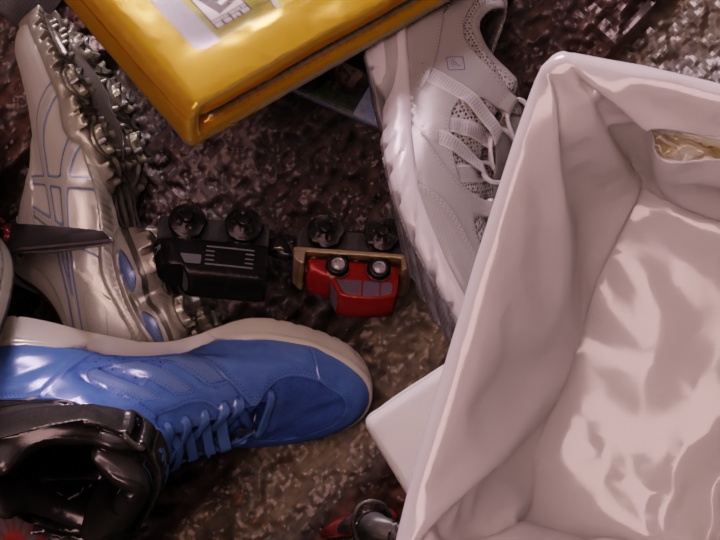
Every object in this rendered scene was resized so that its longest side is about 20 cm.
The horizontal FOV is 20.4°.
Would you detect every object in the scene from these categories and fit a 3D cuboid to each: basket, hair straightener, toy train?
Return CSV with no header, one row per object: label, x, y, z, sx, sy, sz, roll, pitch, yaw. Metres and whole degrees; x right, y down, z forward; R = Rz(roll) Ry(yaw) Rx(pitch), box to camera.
basket,0.109,0.041,0.732,0.135,0.123,0.201,16,84,15
hair straightener,0.014,0.140,0.880,0.041,0.200,0.077,-12,81,-10
toy train,0.000,0.000,0.956,0.199,0.034,0.046,4,62,-3

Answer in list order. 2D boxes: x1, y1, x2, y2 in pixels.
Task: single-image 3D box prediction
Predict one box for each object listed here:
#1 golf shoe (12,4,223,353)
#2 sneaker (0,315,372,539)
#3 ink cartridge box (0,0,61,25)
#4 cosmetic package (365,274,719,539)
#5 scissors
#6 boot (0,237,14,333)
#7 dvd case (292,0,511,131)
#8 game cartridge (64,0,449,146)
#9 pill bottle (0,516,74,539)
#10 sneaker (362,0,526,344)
golf shoe,-0.150,-0.033,1.008,0.097,0.078,0.201,-25,76,16
sneaker,-0.087,0.079,0.927,0.199,0.112,0.077,6,127,-14
ink cartridge box,-0.262,-0.202,0.993,0.196,0.200,0.043,33,91,17
cosmetic package,0.134,0.109,0.865,0.166,0.167,0.201,-34,75,6
scissors,-0.182,-0.010,0.987,0.200,0.014,0.073,24,85,50
boot,-0.242,-0.038,0.929,0.073,0.154,0.204,-41,37,18
dvd case,-0.018,-0.161,1.020,0.199,0.018,0.143,25,88,17
game cartridge,-0.065,-0.170,0.949,0.176,0.033,0.200,-32,64,-21
pill bottle,-0.209,0.113,0.977,0.116,0.116,0.200,-43,73,5
sneaker,0.051,-0.056,0.921,0.081,0.075,0.201,-11,63,2
